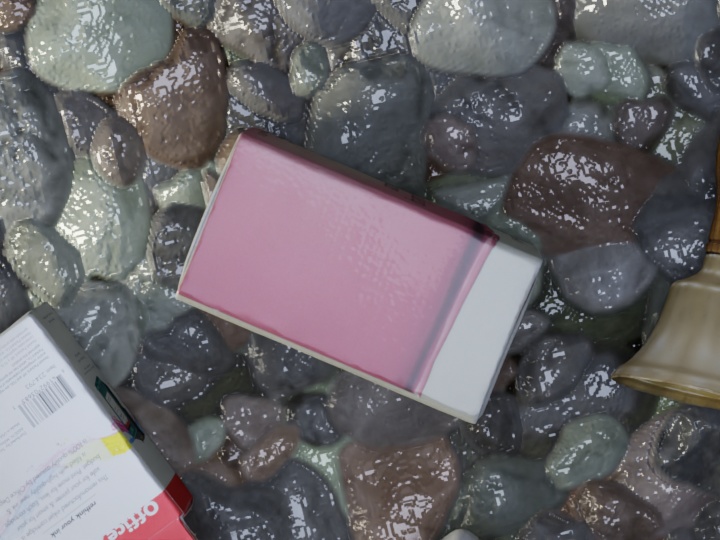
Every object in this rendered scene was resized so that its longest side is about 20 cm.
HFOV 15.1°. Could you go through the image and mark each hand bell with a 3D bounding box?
[{"bbox_3d":[0.227,-0.019,1.687,0.103,0.104,0.202,13,83,0],"label":"hand bell"}]

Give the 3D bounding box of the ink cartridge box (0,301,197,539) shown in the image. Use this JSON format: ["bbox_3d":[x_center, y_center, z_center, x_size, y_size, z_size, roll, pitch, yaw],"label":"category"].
[{"bbox_3d":[-0.187,0.135,1.710,0.116,0.067,0.201,-36,93,5],"label":"ink cartridge box"}]

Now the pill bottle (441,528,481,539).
[{"bbox_3d":[0.104,0.263,1.691,0.200,0.111,0.111,40,95,-2],"label":"pill bottle"}]

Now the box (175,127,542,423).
[{"bbox_3d":[0.000,0.000,1.662,0.199,0.128,0.110,22,95,-1],"label":"box"}]
